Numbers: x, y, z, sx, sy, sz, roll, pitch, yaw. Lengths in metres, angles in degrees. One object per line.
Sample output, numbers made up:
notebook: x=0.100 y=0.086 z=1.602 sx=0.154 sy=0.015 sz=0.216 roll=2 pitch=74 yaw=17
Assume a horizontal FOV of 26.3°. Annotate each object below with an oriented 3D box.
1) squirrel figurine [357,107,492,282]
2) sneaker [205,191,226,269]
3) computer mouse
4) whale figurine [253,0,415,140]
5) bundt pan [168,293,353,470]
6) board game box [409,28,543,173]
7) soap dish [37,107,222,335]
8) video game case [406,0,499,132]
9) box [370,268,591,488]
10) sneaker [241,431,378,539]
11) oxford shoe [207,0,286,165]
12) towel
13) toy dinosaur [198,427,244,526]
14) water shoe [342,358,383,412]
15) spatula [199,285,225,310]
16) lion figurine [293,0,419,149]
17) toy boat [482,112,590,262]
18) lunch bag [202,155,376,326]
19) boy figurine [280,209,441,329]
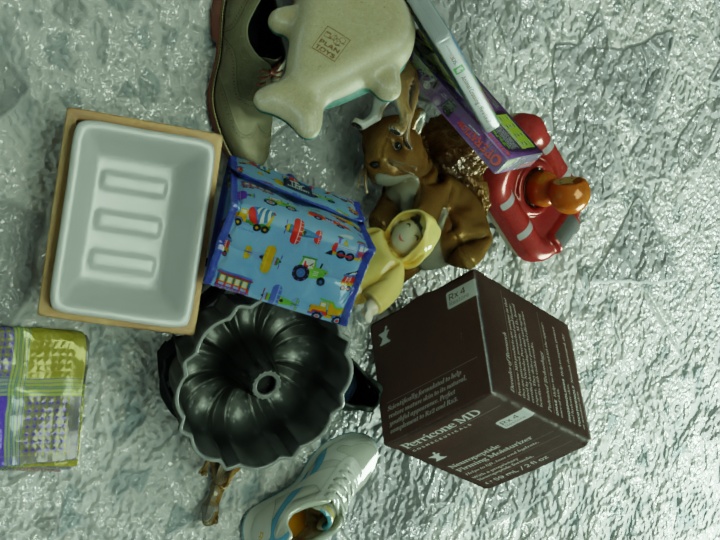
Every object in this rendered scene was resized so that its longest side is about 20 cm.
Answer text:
squirrel figurine: x=0.072 y=-0.108 z=1.793 sx=0.200 sy=0.141 sz=0.188 roll=-49 pitch=117 yaw=-42
sneaker: x=-0.131 y=-0.053 z=1.639 sx=0.199 sy=0.076 sz=0.081 roll=-30 pitch=91 yaw=-43
computer mouse: x=-0.206 y=0.065 z=1.619 sx=0.058 sy=0.034 sz=0.202 roll=-26 pitch=107 yaw=-41
whale figurine: x=-0.030 y=-0.210 z=1.579 sx=0.201 sy=0.158 sz=0.104 roll=-56 pitch=173 yaw=-25
bundt pan: x=-0.111 y=0.102 z=1.599 sx=0.200 sy=0.076 sz=0.204 roll=-12 pitch=119 yaw=-23
board game box: x=0.117 y=-0.195 z=1.756 sx=0.032 sy=0.200 sz=0.120 roll=-44 pitch=167 yaw=20
soap dish: x=-0.227 y=-0.047 z=1.511 sx=0.156 sy=0.081 sz=0.202 roll=8 pitch=92 yaw=-18
video game case: x=0.075 y=-0.266 z=1.663 sx=0.022 sy=0.201 sz=0.182 roll=-31 pitch=146 yaw=6
box: x=0.141 y=0.133 z=1.814 sx=0.199 sy=0.165 sz=0.166 roll=27 pitch=45 yaw=-41
sneaker: x=-0.041 y=0.262 z=1.765 sx=0.200 sy=0.080 sz=0.077 roll=-40 pitch=120 yaw=-32
oxford shoe: x=-0.115 y=-0.201 z=1.620 sx=0.070 sy=0.074 sz=0.202 roll=-17 pitch=108 yaw=-40
towel: x=-0.352 y=0.125 z=1.496 sx=0.199 sy=0.023 sz=0.145 roll=7 pitch=93 yaw=-43
toy dinosaur: x=-0.127 y=0.186 z=1.701 sx=0.200 sy=0.060 sz=0.106 roll=-49 pitch=145 yaw=-14
water shoe: x=-0.048 y=0.096 z=1.730 sx=0.200 sy=0.078 sz=0.072 roll=36 pitch=73 yaw=-40
spatula: x=-0.106 y=-0.012 z=1.673 sx=0.199 sy=0.056 sz=0.021 roll=-34 pitch=101 yaw=-18
lion figurine: x=0.000 y=-0.232 z=1.693 sx=0.199 sy=0.072 sz=0.123 roll=34 pitch=70 yaw=-17
toy boat: x=0.229 y=-0.102 z=1.915 sx=0.131 sy=0.130 sz=0.200 roll=-53 pitch=128 yaw=-22
lunch bag: x=-0.072 y=-0.046 z=1.572 sx=0.149 sy=0.200 sz=0.095 roll=17 pitch=114 yaw=-11
boy figurine: x=0.000 y=0.000 z=1.677 sx=0.198 sy=0.125 sz=0.065 roll=-24 pitch=145 yaw=-2
